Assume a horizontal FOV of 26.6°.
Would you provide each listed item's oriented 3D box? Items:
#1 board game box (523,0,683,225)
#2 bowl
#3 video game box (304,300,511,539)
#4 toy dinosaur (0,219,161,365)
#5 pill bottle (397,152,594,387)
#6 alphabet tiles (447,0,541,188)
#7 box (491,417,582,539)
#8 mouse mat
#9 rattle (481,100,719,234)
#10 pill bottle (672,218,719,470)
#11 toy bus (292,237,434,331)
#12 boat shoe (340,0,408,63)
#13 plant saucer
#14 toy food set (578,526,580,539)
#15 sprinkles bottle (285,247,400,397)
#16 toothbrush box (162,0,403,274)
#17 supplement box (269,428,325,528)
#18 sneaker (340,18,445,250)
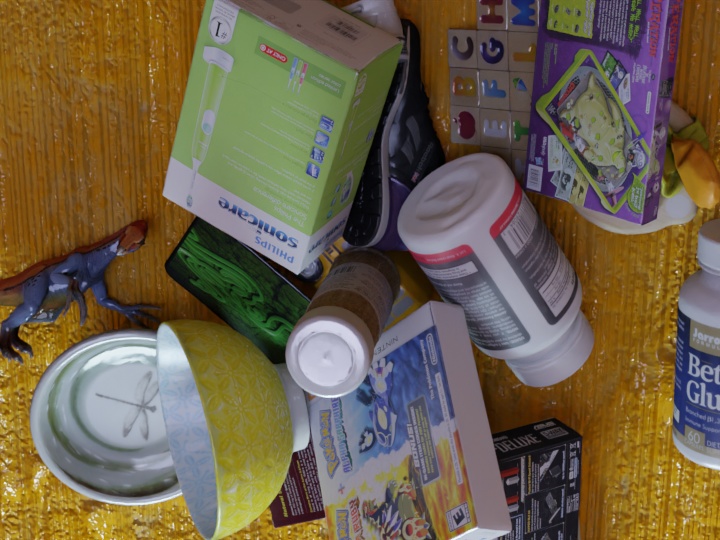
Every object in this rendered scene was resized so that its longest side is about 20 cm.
[{"bbox_3d":[0.192,-0.148,1.214,0.119,0.032,0.202,23,119,41],"label":"board game box"},{"bbox_3d":[-0.108,0.134,1.371,0.107,0.200,0.202,-11,111,-18],"label":"bowl"},{"bbox_3d":[0.034,0.154,1.288,0.046,0.202,0.182,10,146,-36],"label":"video game box"},{"bbox_3d":[-0.286,0.004,1.453,0.199,0.105,0.182,37,94,10],"label":"toy dinosaur"},{"bbox_3d":[0.125,0.006,1.322,0.110,0.111,0.201,-24,122,20],"label":"pill bottle"},{"bbox_3d":[0.152,-0.149,1.276,0.199,0.006,0.168,11,110,42],"label":"alphabet tiles"},{"bbox_3d":[0.122,0.248,1.367,0.156,0.050,0.202,-12,112,-27],"label":"box"},{"bbox_3d":[-0.090,0.036,1.406,0.200,0.008,0.161,41,152,-3],"label":"mouse mat"},{"bbox_3d":[0.194,-0.080,1.281,0.198,0.143,0.131,10,126,4],"label":"rattle"},{"bbox_3d":[0.328,0.062,1.313,0.110,0.111,0.202,2,110,12],"label":"pill bottle"},{"bbox_3d":[0.000,0.000,1.393,0.078,0.065,0.200,-42,96,20],"label":"toy bus"},{"bbox_3d":[-0.052,-0.205,1.314,0.200,0.074,0.087,-8,93,40],"label":"boat shoe"},{"bbox_3d":[-0.221,0.135,1.484,0.198,0.050,0.202,-3,118,-6],"label":"plant saucer"},{"bbox_3d":[0.142,0.276,1.472,0.142,0.061,0.202,-7,110,3],"label":"toy food set"},{"bbox_3d":[-0.011,0.038,1.265,0.067,0.200,0.069,3,108,9],"label":"sprinkles bottle"},{"bbox_3d":[-0.068,-0.124,1.261,0.145,0.086,0.201,29,125,15],"label":"toothbrush box"},{"bbox_3d":[-0.002,0.168,1.427,0.198,0.061,0.110,-15,91,29],"label":"supplement box"},{"bbox_3d":[0.035,-0.118,1.347,0.075,0.087,0.203,12,95,50],"label":"sneaker"}]
